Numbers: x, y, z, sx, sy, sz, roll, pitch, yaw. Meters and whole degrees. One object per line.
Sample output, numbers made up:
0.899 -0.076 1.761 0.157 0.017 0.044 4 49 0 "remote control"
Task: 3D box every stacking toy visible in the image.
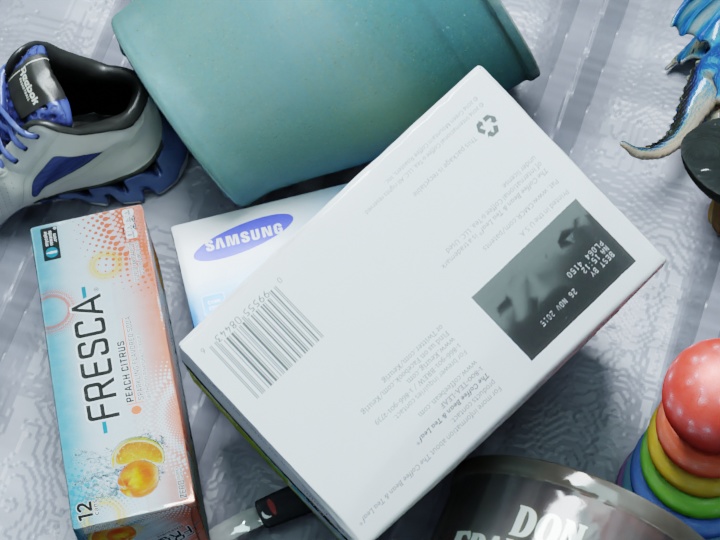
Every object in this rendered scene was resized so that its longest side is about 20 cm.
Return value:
0.169 0.091 1.051 0.085 0.200 0.085 -2 63 4 "stacking toy"

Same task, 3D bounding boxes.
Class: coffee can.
0.077 0.212 1.028 0.146 0.146 0.200 19 67 13 "coffee can"

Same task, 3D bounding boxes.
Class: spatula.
-0.068 0.143 1.144 0.200 0.021 0.057 -24 61 -8 "spatula"

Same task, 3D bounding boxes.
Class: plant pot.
-0.031 -0.141 1.196 0.188 0.200 0.200 -34 65 3 "plant pot"

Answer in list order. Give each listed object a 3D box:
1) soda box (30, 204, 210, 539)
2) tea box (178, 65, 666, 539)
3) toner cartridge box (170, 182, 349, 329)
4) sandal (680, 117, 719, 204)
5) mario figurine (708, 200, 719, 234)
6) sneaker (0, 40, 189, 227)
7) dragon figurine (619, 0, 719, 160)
-0.132 0.065 1.152 0.068 0.064 0.200 -12 55 -2 "soda box"
0.026 0.028 1.060 0.200 0.197 0.134 -43 85 -8 "tea box"
0.000 0.000 1.198 0.200 0.043 0.095 -14 63 -3 "toner cartridge box"
0.252 -0.055 1.115 0.075 0.048 0.200 -40 41 -21 "sandal"
0.297 -0.007 1.176 0.200 0.106 0.124 32 106 29 "mario figurine"
-0.204 -0.078 1.212 0.199 0.115 0.081 -18 62 -5 "sneaker"
0.216 -0.132 1.238 0.200 0.059 0.099 -29 65 -11 "dragon figurine"
